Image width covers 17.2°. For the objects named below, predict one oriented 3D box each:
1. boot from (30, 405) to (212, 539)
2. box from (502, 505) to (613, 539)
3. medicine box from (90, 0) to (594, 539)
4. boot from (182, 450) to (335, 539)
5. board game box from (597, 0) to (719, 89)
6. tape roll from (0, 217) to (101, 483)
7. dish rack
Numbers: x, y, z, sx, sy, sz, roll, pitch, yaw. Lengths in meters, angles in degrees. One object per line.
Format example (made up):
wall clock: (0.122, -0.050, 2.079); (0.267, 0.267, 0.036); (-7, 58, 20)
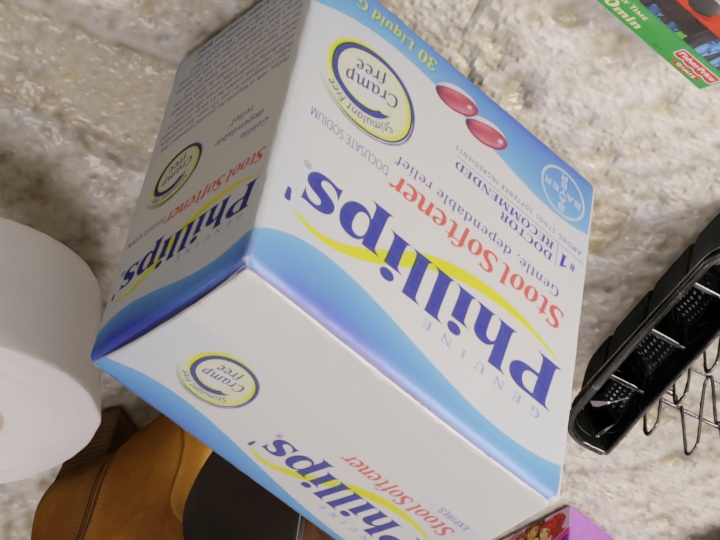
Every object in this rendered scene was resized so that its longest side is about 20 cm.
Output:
boot: (-0.083, 0.116, 1.206); (0.201, 0.144, 0.071); (-21, 127, 27)
box: (0.048, 0.225, 1.292); (0.200, 0.137, 0.039); (-32, 122, 33)
medicine box: (0.000, 0.000, 1.039); (0.182, 0.200, 0.103); (38, 129, -25)
boot: (-0.002, 0.115, 1.190); (0.064, 0.200, 0.187); (34, 129, 26)
board game box: (0.154, -0.148, 0.933); (0.151, 0.037, 0.200); (37, 152, -23)
tape roll: (-0.227, 0.042, 1.165); (0.202, 0.071, 0.203); (-2, 154, -1)
dish rack: (0.219, 0.057, 1.156); (0.200, 0.055, 0.153); (25, 134, -14)
